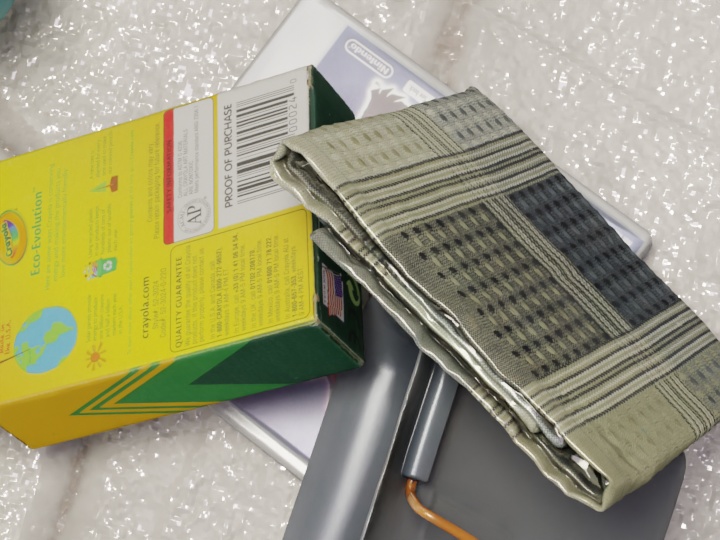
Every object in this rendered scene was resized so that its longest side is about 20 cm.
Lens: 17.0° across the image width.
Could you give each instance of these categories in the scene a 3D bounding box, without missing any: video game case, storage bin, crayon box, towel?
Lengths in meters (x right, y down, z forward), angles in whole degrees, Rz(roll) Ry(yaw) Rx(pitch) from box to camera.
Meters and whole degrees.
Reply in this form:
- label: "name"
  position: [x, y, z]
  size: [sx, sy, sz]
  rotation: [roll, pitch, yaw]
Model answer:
- label: "video game case"
  position: [0.000, 0.000, 1.089]
  size: [0.199, 0.023, 0.183]
  rotation: [37, 86, 12]
- label: "storage bin"
  position: [0.047, 0.125, 0.993]
  size: [0.133, 0.145, 0.202]
  rotation: [18, 86, -13]
- label: "crayon box"
  position: [-0.097, -0.001, 1.050]
  size: [0.198, 0.051, 0.128]
  rotation: [-14, 59, 21]
- label: "towel"
  position: [0.063, 0.008, 0.978]
  size: [0.193, 0.200, 0.035]
  rotation: [47, 115, 12]

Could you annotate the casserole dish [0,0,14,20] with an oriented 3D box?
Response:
- label: "casserole dish"
  position: [-0.200, -0.162, 1.092]
  size: [0.120, 0.039, 0.201]
  rotation: [4, 40, 0]
